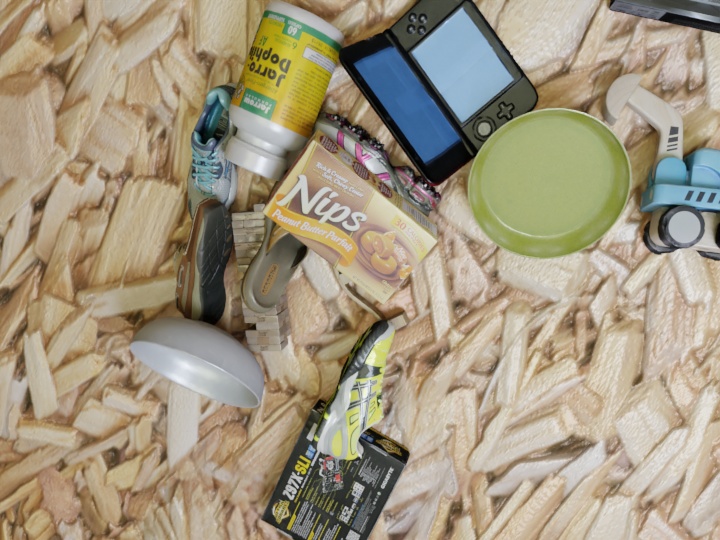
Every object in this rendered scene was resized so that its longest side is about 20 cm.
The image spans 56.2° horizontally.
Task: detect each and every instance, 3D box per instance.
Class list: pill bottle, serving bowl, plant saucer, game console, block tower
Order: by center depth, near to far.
[{"bbox_3d":[0.101,-0.237,0.830,0.171,0.119,0.202,-37,91,16],"label":"game console"},{"bbox_3d":[0.232,-0.108,0.839,0.194,0.031,0.204,5,123,7],"label":"plant saucer"},{"bbox_3d":[-0.104,-0.226,0.869,0.111,0.113,0.204,24,98,7],"label":"pill bottle"},{"bbox_3d":[-0.219,0.120,0.946,0.195,0.201,0.067,17,63,9],"label":"serving bowl"},{"bbox_3d":[-0.140,0.008,0.957,0.056,0.054,0.206,-2,98,12],"label":"block tower"}]

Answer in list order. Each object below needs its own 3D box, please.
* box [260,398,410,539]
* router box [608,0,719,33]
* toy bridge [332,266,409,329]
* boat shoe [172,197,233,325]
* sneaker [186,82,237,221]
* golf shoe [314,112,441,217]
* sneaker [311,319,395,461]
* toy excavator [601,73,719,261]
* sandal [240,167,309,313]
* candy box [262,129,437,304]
[{"bbox_3d":[-0.038,0.317,0.992,0.157,0.049,0.204,27,104,9],"label":"box"},{"bbox_3d":[0.407,-0.366,0.774,0.195,0.052,0.161,16,102,9],"label":"router box"},{"bbox_3d":[0.000,0.000,0.939,0.066,0.027,0.204,-23,94,17],"label":"toy bridge"},{"bbox_3d":[-0.231,-0.007,0.948,0.072,0.076,0.204,24,121,18],"label":"boat shoe"},{"bbox_3d":[-0.210,-0.158,0.927,0.076,0.086,0.205,17,103,9],"label":"sneaker"},{"bbox_3d":[0.008,-0.126,0.893,0.199,0.073,0.093,41,107,2],"label":"golf shoe"},{"bbox_3d":[0.005,0.163,0.924,0.075,0.075,0.204,25,98,-2],"label":"sneaker"},{"bbox_3d":[0.382,-0.124,0.812,0.189,0.100,0.206,8,88,11],"label":"toy excavator"},{"bbox_3d":[-0.099,-0.038,0.905,0.053,0.079,0.205,5,71,51],"label":"sandal"},{"bbox_3d":[-0.011,-0.065,0.853,0.198,0.056,0.116,37,113,-11],"label":"candy box"}]
